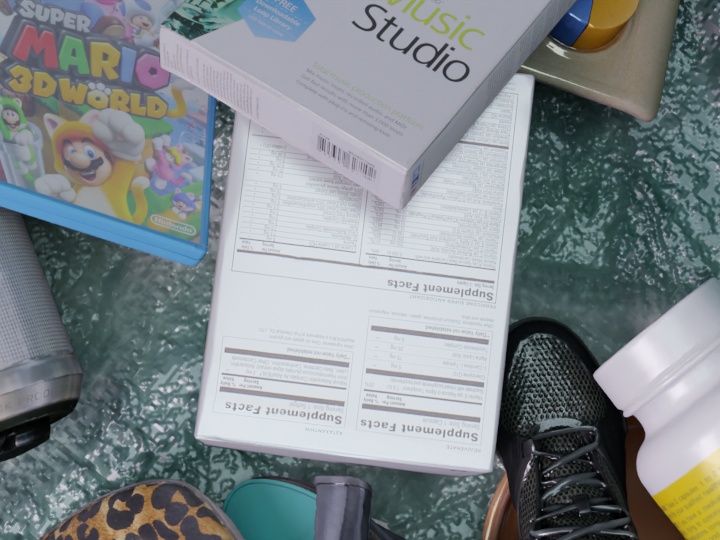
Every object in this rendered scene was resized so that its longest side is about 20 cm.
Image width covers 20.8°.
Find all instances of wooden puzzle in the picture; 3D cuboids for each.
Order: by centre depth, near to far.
[{"bbox_3d":[0.096,-0.197,1.072,0.199,0.046,0.186,20,66,-13],"label":"wooden puzzle"}]

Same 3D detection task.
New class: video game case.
[{"bbox_3d":[-0.142,-0.106,1.030,0.142,0.018,0.201,18,51,-23],"label":"video game case"}]

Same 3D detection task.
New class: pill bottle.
[{"bbox_3d":[0.211,0.106,0.995,0.111,0.111,0.200,-38,82,-6],"label":"pill bottle"}]

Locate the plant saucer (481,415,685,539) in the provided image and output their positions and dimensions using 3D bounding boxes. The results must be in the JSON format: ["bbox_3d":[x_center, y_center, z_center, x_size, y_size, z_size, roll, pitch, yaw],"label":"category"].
[{"bbox_3d":[0.163,0.165,1.083,0.199,0.037,0.201,0,84,-2],"label":"plant saucer"}]

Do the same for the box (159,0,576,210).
[{"bbox_3d":[0.016,-0.137,0.969,0.144,0.036,0.200,31,57,14],"label":"box"}]

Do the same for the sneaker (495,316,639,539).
[{"bbox_3d":[0.113,0.119,1.011,0.076,0.114,0.201,-5,82,-5],"label":"sneaker"}]

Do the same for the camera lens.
[{"bbox_3d":[-0.245,0.013,1.012,0.159,0.160,0.201,-22,85,-5],"label":"camera lens"}]

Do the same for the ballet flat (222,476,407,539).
[{"bbox_3d":[0.011,0.170,1.047,0.199,0.073,0.073,21,82,36],"label":"ballet flat"}]

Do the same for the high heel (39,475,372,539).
[{"bbox_3d":[-0.089,0.183,1.013,0.199,0.071,0.143,-8,59,21],"label":"high heel"}]

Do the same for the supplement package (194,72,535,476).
[{"bbox_3d":[0.000,0.000,1.031,0.150,0.152,0.201,7,83,-2],"label":"supplement package"}]
